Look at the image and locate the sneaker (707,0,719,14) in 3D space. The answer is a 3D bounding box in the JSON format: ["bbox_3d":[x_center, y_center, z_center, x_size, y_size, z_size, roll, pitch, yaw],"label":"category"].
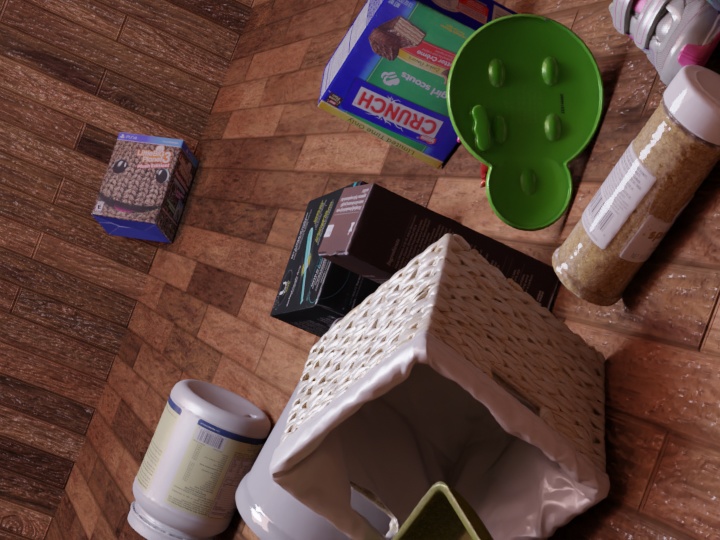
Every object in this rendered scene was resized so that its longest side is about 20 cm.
[{"bbox_3d":[0.328,-0.279,1.253,0.200,0.088,0.074,-43,26,-1],"label":"sneaker"}]

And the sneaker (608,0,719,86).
[{"bbox_3d":[0.247,-0.210,1.341,0.082,0.087,0.201,-61,10,23],"label":"sneaker"}]

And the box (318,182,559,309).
[{"bbox_3d":[0.071,-0.006,1.482,0.076,0.198,0.100,-69,16,-6],"label":"box"}]

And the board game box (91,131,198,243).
[{"bbox_3d":[-0.456,-0.176,3.454,0.097,0.157,0.202,59,-138,-61],"label":"board game box"}]

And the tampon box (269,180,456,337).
[{"bbox_3d":[0.000,0.000,1.838,0.152,0.125,0.200,-70,15,-10],"label":"tampon box"}]

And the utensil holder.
[{"bbox_3d":[-0.002,0.171,1.562,0.202,0.168,0.170,-61,17,14],"label":"utensil holder"}]

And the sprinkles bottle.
[{"bbox_3d":[0.228,-0.065,1.284,0.201,0.068,0.069,-58,19,32],"label":"sprinkles bottle"}]

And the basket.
[{"bbox_3d":[0.067,0.118,1.287,0.200,0.198,0.162,-41,20,33],"label":"basket"}]

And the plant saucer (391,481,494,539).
[{"bbox_3d":[0.078,0.293,1.225,0.201,0.047,0.201,57,131,29],"label":"plant saucer"}]

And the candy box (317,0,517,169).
[{"bbox_3d":[0.067,-0.235,1.849,0.200,0.168,0.078,-53,18,44],"label":"candy box"}]

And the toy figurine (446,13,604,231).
[{"bbox_3d":[0.149,-0.133,1.597,0.184,0.148,0.203,145,122,-85],"label":"toy figurine"}]

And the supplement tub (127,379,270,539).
[{"bbox_3d":[-0.219,0.264,2.181,0.202,0.144,0.145,-66,16,7],"label":"supplement tub"}]
